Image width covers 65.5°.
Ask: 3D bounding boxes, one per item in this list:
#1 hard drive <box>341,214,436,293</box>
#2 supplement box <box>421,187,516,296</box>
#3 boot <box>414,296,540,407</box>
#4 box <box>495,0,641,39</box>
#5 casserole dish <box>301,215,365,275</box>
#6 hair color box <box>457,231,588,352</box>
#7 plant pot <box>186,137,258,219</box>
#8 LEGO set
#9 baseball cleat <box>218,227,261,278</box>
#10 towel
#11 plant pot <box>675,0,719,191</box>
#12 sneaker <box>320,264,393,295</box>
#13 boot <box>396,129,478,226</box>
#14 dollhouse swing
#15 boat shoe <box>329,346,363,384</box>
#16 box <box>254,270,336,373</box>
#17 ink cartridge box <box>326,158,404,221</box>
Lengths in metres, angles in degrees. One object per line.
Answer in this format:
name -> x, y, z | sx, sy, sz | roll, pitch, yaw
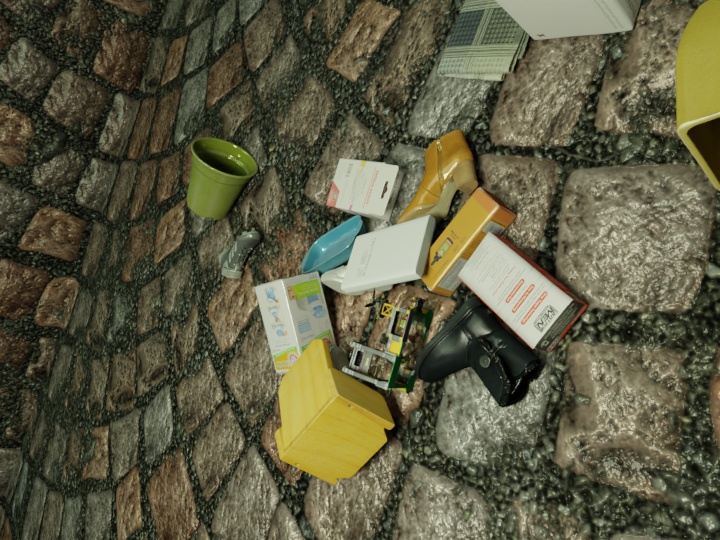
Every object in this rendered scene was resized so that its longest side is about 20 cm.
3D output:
hard drive -> 0.053, -0.030, 1.105 | 0.199, 0.027, 0.133 | -14, 50, 45
supplement box -> 0.190, -0.049, 1.032 | 0.200, 0.069, 0.067 | -51, 46, 19
boot -> 0.193, 0.168, 0.952 | 0.201, 0.076, 0.168 | -55, 49, 24
box -> 0.343, -0.512, 0.920 | 0.199, 0.198, 0.172 | 19, 92, 47
casserole dish -> -0.057, -0.050, 1.278 | 0.199, 0.039, 0.122 | -28, 31, 36
hair color box -> 0.264, 0.032, 0.934 | 0.102, 0.061, 0.200 | -56, 45, 18
plant pot -> -0.428, -0.261, 1.660 | 0.185, 0.199, 0.201 | -60, 43, 30
LEGO set -> 0.046, 0.134, 1.059 | 0.115, 0.153, 0.202 | 15, 96, 30
baseball cleat -> -0.333, -0.037, 1.573 | 0.200, 0.069, 0.107 | -31, 63, 47
towel -> 0.261, -0.477, 1.123 | 0.200, 0.034, 0.194 | 23, 92, 49
plant pot -> 0.508, -0.248, 0.686 | 0.195, 0.194, 0.201 | -16, 62, 42
sneaker -> 0.000, 0.000, 1.220 | 0.199, 0.075, 0.089 | -4, 61, 40
boot -> 0.144, -0.179, 1.127 | 0.201, 0.071, 0.145 | -35, 49, 31
dollhouse swing -> -0.057, 0.270, 1.110 | 0.200, 0.181, 0.176 | -52, 17, 24
boat shoe -> -0.017, 0.244, 1.146 | 0.086, 0.074, 0.203 | -31, 60, 37
box -> -0.140, 0.115, 1.241 | 0.101, 0.112, 0.201 | -14, 90, 43
ink cartridge box -> 0.020, -0.178, 1.244 | 0.199, 0.067, 0.117 | 19, 92, 48
